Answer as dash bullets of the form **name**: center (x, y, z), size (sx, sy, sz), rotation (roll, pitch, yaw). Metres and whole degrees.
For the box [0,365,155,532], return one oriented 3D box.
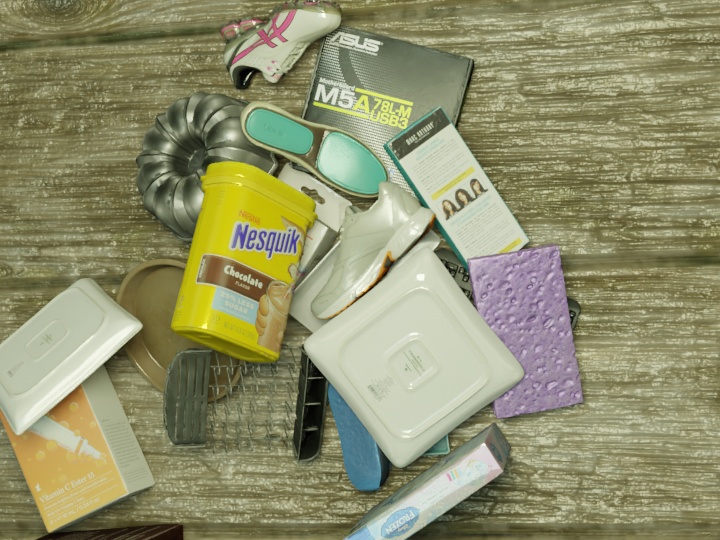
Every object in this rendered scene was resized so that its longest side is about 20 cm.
- **box**: center (-0.376, 0.220, 1.511), size (0.124, 0.097, 0.201), rotation (-27, 82, 9)

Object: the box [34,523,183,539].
- **box**: center (-0.335, 0.421, 1.459), size (0.198, 0.164, 0.167), rotation (-8, 86, 11)

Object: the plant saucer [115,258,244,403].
- **plant saucer**: center (-0.228, 0.075, 1.486), size (0.199, 0.029, 0.202), rotation (11, 115, 23)

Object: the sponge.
- **sponge**: center (0.200, 0.074, 1.403), size (0.111, 0.030, 0.202), rotation (-11, 99, 0)

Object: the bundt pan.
- **bundt pan**: center (-0.208, -0.139, 1.472), size (0.201, 0.076, 0.204), rotation (-10, 70, 29)

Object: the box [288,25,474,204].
- **box**: center (0.027, -0.198, 1.474), size (0.198, 0.048, 0.195), rotation (16, 93, 8)

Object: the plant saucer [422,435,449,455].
- **plant saucer**: center (0.072, 0.132, 1.457), size (0.069, 0.019, 0.202), rotation (-9, 88, 28)

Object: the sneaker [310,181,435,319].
- **sneaker**: center (-0.001, -0.027, 1.414), size (0.092, 0.076, 0.200), rotation (46, 107, 4)

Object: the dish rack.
- **dish rack**: center (-0.144, 0.163, 1.435), size (0.198, 0.055, 0.155), rotation (0, 113, -16)

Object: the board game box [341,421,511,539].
- **board game box**: center (0.084, 0.262, 1.365), size (0.199, 0.200, 0.044), rotation (-37, 83, 8)

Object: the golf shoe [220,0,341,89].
- **golf shoe**: center (-0.096, -0.288, 1.469), size (0.199, 0.072, 0.093), rotation (-8, 89, 44)

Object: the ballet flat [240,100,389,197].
- **ballet flat**: center (-0.056, -0.152, 1.426), size (0.199, 0.069, 0.070), rotation (28, 93, -12)

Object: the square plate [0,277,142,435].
- **square plate**: center (-0.391, 0.097, 1.463), size (0.198, 0.200, 0.029), rotation (-42, 124, -14)

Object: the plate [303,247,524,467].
- **plate**: center (0.063, 0.109, 1.382), size (0.200, 0.032, 0.200), rotation (-37, 95, 8)

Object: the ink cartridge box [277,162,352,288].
- **ink cartridge box**: center (-0.111, -0.032, 1.485), size (0.116, 0.067, 0.201), rotation (33, 94, 11)

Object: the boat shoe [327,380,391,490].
- **boat shoe**: center (0.000, 0.173, 1.457), size (0.083, 0.069, 0.202), rotation (0, 92, 22)

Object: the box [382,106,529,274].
- **box**: center (0.117, -0.095, 1.419), size (0.082, 0.049, 0.201), rotation (-35, 97, -4)

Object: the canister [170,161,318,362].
- **canister**: center (-0.137, -0.006, 1.358), size (0.086, 0.148, 0.202), rotation (-3, 68, 43)

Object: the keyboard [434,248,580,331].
- **keyboard**: center (0.167, 0.051, 1.441), size (0.199, 0.040, 0.105), rotation (21, 91, 12)

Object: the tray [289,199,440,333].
- **tray**: center (0.000, 0.000, 1.466), size (0.107, 0.022, 0.200), rotation (41, 96, -25)
